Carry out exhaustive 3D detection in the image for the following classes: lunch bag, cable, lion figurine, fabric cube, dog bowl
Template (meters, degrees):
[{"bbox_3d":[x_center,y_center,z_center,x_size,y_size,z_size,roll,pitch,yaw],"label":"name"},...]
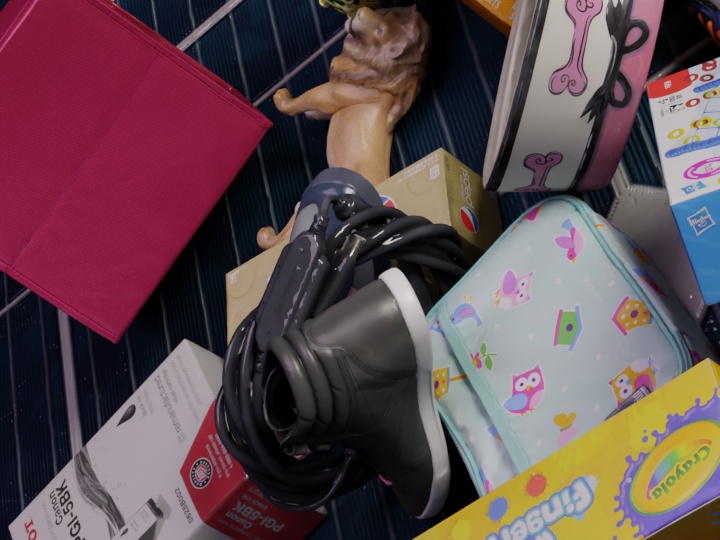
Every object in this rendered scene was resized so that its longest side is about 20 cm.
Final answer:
[{"bbox_3d":[0.119,0.065,1.053,0.160,0.077,0.200,-44,41,16],"label":"lunch bag"},{"bbox_3d":[-0.008,0.055,1.125,0.051,0.163,0.201,25,96,46],"label":"cable"},{"bbox_3d":[-0.004,-0.088,1.297,0.122,0.072,0.201,-8,75,34],"label":"lion figurine"},{"bbox_3d":[-0.213,-0.098,1.362,0.200,0.200,0.196,-54,17,5],"label":"fabric cube"},{"bbox_3d":[0.130,-0.137,1.086,0.200,0.073,0.201,-167,90,-90],"label":"dog bowl"}]

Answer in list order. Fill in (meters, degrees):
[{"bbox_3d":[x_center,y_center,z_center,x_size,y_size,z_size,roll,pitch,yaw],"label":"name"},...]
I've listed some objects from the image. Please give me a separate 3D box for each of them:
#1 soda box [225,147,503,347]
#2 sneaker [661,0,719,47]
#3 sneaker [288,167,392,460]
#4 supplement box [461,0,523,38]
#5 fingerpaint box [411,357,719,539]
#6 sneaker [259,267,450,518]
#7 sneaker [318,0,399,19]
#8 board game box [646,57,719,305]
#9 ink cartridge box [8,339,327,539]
[{"bbox_3d":[0.000,0.000,1.228,0.200,0.064,0.068,-29,48,30],"label":"soda box"},{"bbox_3d":[0.236,-0.144,1.072,0.200,0.075,0.079,25,88,52],"label":"sneaker"},{"bbox_3d":[-0.029,0.036,1.155,0.070,0.082,0.201,17,117,19],"label":"sneaker"},{"bbox_3d":[0.128,-0.260,1.202,0.200,0.126,0.074,-55,18,5],"label":"supplement box"},{"bbox_3d":[0.146,0.148,0.905,0.200,0.167,0.074,-36,45,25],"label":"fingerpaint box"},{"bbox_3d":[-0.006,0.088,1.067,0.099,0.200,0.071,-21,47,-10],"label":"sneaker"},{"bbox_3d":[-0.001,-0.216,1.292,0.075,0.200,0.077,29,104,19],"label":"sneaker"},{"bbox_3d":[0.250,-0.075,0.911,0.195,0.056,0.200,-20,19,12],"label":"board game box"},{"bbox_3d":[-0.137,0.172,1.243,0.200,0.083,0.147,-46,42,13],"label":"ink cartridge box"}]
